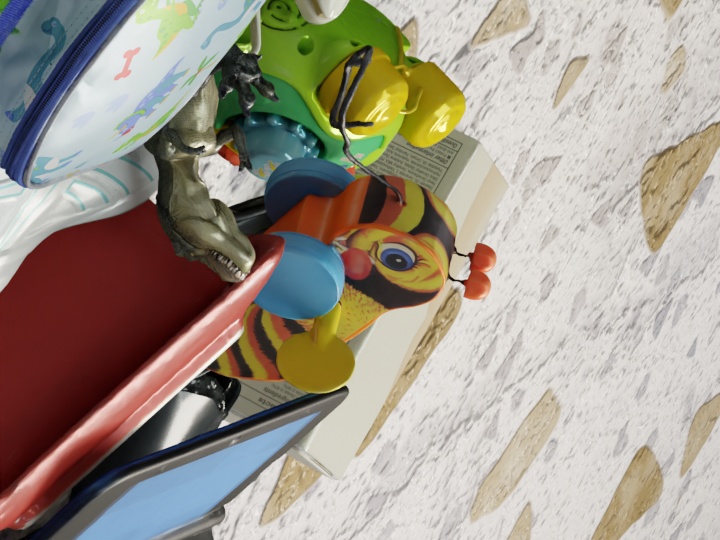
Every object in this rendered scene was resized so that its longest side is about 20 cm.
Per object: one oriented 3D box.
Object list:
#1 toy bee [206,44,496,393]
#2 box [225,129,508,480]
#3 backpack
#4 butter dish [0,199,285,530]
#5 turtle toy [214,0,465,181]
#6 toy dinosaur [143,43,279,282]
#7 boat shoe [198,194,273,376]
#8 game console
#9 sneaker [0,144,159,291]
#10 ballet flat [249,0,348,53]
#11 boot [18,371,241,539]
[{"bbox_3d":[0.000,0.000,1.287,0.131,0.108,0.200,-68,-169,-22],"label":"toy bee"},{"bbox_3d":[-0.009,0.006,1.590,0.200,0.095,0.078,-59,157,-7],"label":"box"},{"bbox_3d":[-0.116,-0.123,0.999,0.183,0.147,0.200,-51,166,30],"label":"backpack"},{"bbox_3d":[-0.154,0.012,1.230,0.199,0.148,0.200,-43,-171,-9],"label":"butter dish"},{"bbox_3d":[-0.030,-0.097,1.402,0.101,0.146,0.200,-47,161,14],"label":"turtle toy"},{"bbox_3d":[-0.063,-0.096,1.120,0.047,0.088,0.201,-6,88,-36],"label":"toy dinosaur"},{"bbox_3d":[-0.085,0.014,1.395,0.199,0.075,0.066,-24,179,-24],"label":"boat shoe"},{"bbox_3d":[-0.086,0.154,1.266,0.200,0.118,0.171,-18,100,-56],"label":"game console"},{"bbox_3d":[-0.129,-0.056,1.135,0.200,0.070,0.080,-42,147,-43],"label":"sneaker"},{"bbox_3d":[-0.046,-0.134,1.294,0.199,0.074,0.074,-22,145,-11],"label":"ballet flat"},{"bbox_3d":[-0.142,0.118,1.440,0.169,0.076,0.200,-66,163,15],"label":"boot"}]
